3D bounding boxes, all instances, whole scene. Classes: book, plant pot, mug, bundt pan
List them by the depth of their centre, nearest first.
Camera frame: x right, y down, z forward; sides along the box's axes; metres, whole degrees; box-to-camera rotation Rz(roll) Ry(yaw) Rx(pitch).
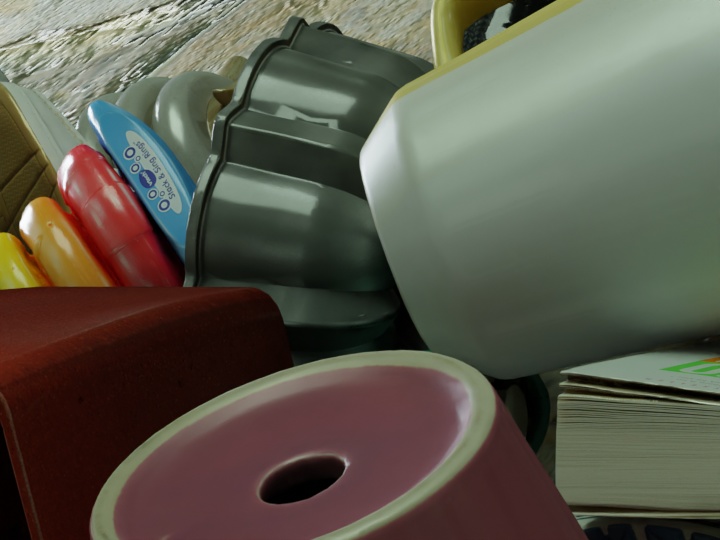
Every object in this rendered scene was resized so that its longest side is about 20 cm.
[{"bbox_3d":[0.007,0.132,0.895,0.200,0.179,0.200,-17,21,7],"label":"plant pot"},{"bbox_3d":[0.171,0.052,1.023,0.133,0.048,0.200,3,6,29],"label":"book"},{"bbox_3d":[-0.118,0.098,1.079,0.200,0.200,0.176,0,20,40],"label":"plant pot"},{"bbox_3d":[0.085,-0.037,1.088,0.153,0.150,0.187,-21,14,8],"label":"mug"},{"bbox_3d":[0.000,0.000,1.201,0.076,0.202,0.202,9,32,21],"label":"bundt pan"}]

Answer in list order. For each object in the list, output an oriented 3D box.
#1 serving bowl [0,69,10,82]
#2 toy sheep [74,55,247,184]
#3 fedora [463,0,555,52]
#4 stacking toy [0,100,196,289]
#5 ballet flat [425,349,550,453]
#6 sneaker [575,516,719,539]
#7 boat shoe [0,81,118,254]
[{"bbox_3d":[-0.204,-0.013,1.440,0.066,0.200,0.200,15,20,-10],"label":"serving bowl"},{"bbox_3d":[-0.094,-0.030,1.427,0.200,0.138,0.138,-41,12,27],"label":"toy sheep"},{"bbox_3d":[0.132,-0.066,1.201,0.200,0.092,0.201,-3,68,7],"label":"fedora"},{"bbox_3d":[-0.146,0.031,1.224,0.200,0.110,0.116,-33,58,-4],"label":"stacking toy"},{"bbox_3d":[0.013,0.061,1.069,0.070,0.068,0.200,-15,1,30],"label":"ballet flat"},{"bbox_3d":[0.092,0.103,1.033,0.200,0.077,0.085,0,25,39],"label":"sneaker"},{"bbox_3d":[-0.108,-0.004,1.335,0.069,0.200,0.071,-22,-17,-36],"label":"boat shoe"}]
